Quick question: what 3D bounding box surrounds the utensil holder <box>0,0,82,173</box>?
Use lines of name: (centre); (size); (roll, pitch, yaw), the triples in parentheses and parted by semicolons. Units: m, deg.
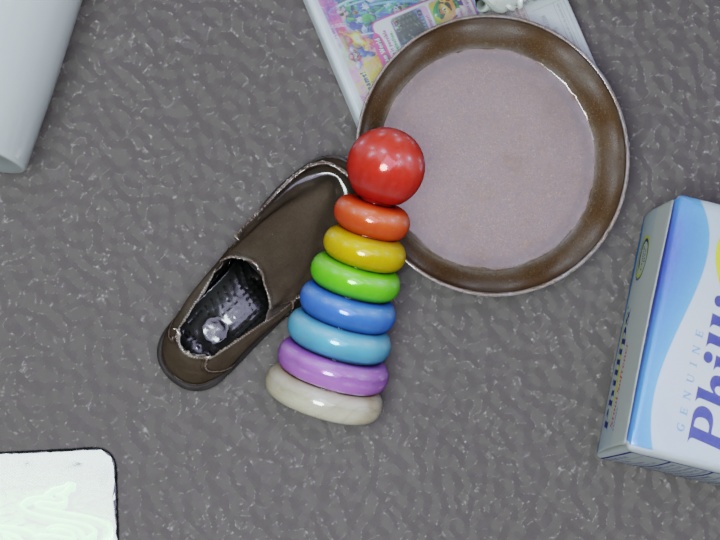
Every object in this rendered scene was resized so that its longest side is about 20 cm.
utensil holder: (-0.274, -0.185, 1.364); (0.168, 0.170, 0.202); (16, 84, -4)

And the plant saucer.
plant saucer: (0.093, -0.081, 1.433); (0.198, 0.032, 0.202); (1, 84, -6)

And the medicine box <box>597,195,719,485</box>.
medicine box: (0.286, 0.063, 1.421); (0.198, 0.103, 0.184); (13, 81, -5)

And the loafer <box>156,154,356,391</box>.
loafer: (-0.063, 0.002, 1.407); (0.073, 0.071, 0.201); (37, 80, 0)

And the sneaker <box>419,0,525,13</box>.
sneaker: (0.122, -0.224, 1.440); (0.198, 0.075, 0.082); (4, 96, -4)

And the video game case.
video game case: (0.077, -0.146, 1.467); (0.181, 0.024, 0.202); (-23, 86, -8)

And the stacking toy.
stacking toy: (0.000, 0.000, 1.379); (0.085, 0.085, 0.202); (16, 100, -4)

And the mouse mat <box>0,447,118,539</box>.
mouse mat: (-0.266, 0.208, 1.391); (0.198, 0.008, 0.163); (-2, 83, -7)
